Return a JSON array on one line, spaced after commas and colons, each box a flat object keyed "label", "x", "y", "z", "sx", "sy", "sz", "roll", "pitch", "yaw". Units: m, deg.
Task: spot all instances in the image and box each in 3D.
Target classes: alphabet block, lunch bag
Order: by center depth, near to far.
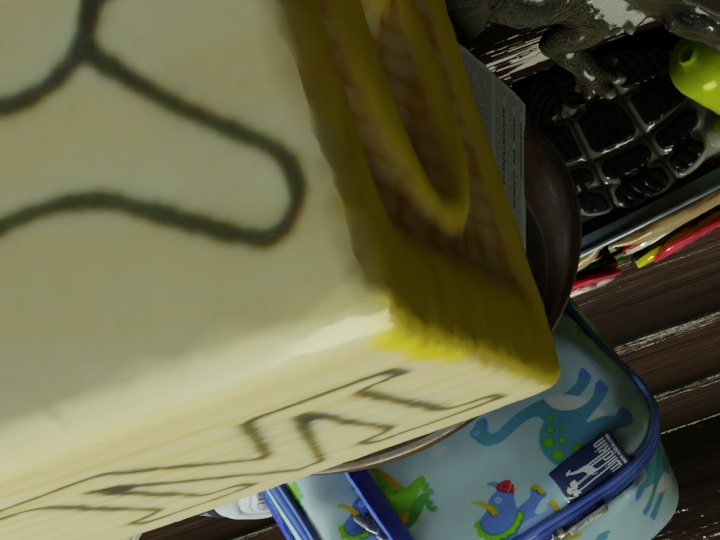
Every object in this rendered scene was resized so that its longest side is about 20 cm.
[{"label": "alphabet block", "x": -0.077, "y": -0.030, "z": 0.529, "sx": 0.199, "sy": 0.196, "sz": 0.196, "roll": -20, "pitch": 168, "yaw": 15}, {"label": "lunch bag", "x": 0.027, "y": 0.063, "z": 0.779, "sx": 0.160, "sy": 0.200, "sz": 0.083, "roll": -33, "pitch": 143, "yaw": -3}]

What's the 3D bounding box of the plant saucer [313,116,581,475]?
[{"label": "plant saucer", "x": -0.003, "y": 0.005, "z": 0.756, "sx": 0.199, "sy": 0.201, "sz": 0.035, "roll": -19, "pitch": 139, "yaw": 6}]

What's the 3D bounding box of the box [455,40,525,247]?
[{"label": "box", "x": -0.046, "y": -0.016, "z": 0.676, "sx": 0.199, "sy": 0.113, "sz": 0.101, "roll": -2, "pitch": 171, "yaw": 19}]

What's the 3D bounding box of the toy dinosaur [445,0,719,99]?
[{"label": "toy dinosaur", "x": 0.051, "y": -0.109, "z": 0.662, "sx": 0.199, "sy": 0.077, "sz": 0.102, "roll": 6, "pitch": 159, "yaw": 9}]

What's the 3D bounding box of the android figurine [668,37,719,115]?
[{"label": "android figurine", "x": 0.213, "y": -0.125, "z": 0.759, "sx": 0.182, "sy": 0.041, "sz": 0.200, "roll": -32, "pitch": 149, "yaw": 28}]

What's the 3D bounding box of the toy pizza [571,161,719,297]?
[{"label": "toy pizza", "x": 0.142, "y": -0.017, "z": 0.956, "sx": 0.199, "sy": 0.032, "sz": 0.200, "roll": -27, "pitch": 180, "yaw": 0}]

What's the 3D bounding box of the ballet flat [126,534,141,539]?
[{"label": "ballet flat", "x": -0.154, "y": 0.122, "z": 0.939, "sx": 0.199, "sy": 0.068, "sz": 0.068, "roll": -17, "pitch": 168, "yaw": -5}]

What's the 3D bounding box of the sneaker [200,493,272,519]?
[{"label": "sneaker", "x": -0.113, "y": 0.091, "z": 0.862, "sx": 0.113, "sy": 0.076, "sz": 0.200, "roll": -22, "pitch": 160, "yaw": 13}]

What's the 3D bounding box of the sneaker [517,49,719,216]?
[{"label": "sneaker", "x": 0.159, "y": -0.075, "z": 0.903, "sx": 0.199, "sy": 0.077, "sz": 0.085, "roll": -19, "pitch": 172, "yaw": 7}]
